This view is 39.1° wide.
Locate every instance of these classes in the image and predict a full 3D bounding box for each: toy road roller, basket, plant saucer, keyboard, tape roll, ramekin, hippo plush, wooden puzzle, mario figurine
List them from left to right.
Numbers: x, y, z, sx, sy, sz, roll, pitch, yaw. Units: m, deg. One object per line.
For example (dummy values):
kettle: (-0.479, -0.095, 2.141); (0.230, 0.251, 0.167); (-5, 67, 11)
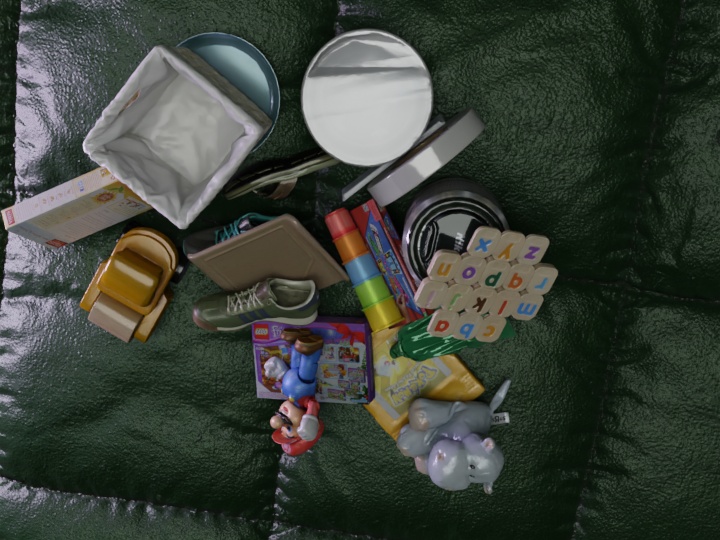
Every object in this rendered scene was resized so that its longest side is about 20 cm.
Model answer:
toy road roller: (-0.367, 0.025, 1.616); (0.123, 0.146, 0.200); (30, 103, -3)
basket: (-0.268, -0.206, 1.521); (0.200, 0.161, 0.198); (39, 103, -7)
plant saucer: (-0.224, -0.272, 1.598); (0.199, 0.027, 0.201); (1, 103, 3)
wooden puzzle: (-0.141, -0.010, 1.592); (0.199, 0.037, 0.185); (-18, 141, 21)
mario figurine: (-0.110, 0.198, 1.599); (0.106, 0.123, 0.201); (4, 103, 4)
ramekin: (0.009, -0.260, 1.540); (0.202, 0.094, 0.203); (0, 97, -2)
keyboard: (0.050, -0.177, 1.587); (0.200, 0.056, 0.011); (-37, 102, 11)
tape roll: (0.097, -0.169, 1.513); (0.203, 0.203, 0.037); (-38, 97, 11)
hippo plush: (0.168, 0.297, 1.622); (0.199, 0.161, 0.160); (-8, 121, -9)

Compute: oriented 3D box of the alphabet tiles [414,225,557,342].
alphabet tiles: (0.180, 0.021, 1.449); (0.199, 0.015, 0.196); (7, 124, -23)

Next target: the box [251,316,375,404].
box: (-0.077, 0.144, 1.658); (0.199, 0.039, 0.137); (2, 104, 18)

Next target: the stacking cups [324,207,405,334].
stacking cups: (0.000, 0.000, 1.589); (0.060, 0.060, 0.200); (-28, 85, 10)

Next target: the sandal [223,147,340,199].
sandal: (-0.122, -0.142, 1.599); (0.200, 0.080, 0.057); (-15, 116, 7)

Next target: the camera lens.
camera lens: (0.144, -0.054, 1.537); (0.159, 0.200, 0.161); (1, 103, 4)

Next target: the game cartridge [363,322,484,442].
game cartridge: (0.077, 0.178, 1.683); (0.176, 0.032, 0.200); (-41, 96, 12)

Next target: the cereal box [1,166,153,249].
cereal box: (-0.439, -0.098, 1.594); (0.199, 0.144, 0.040); (-21, 74, 8)

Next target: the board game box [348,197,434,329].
board game box: (0.038, -0.010, 1.599); (0.103, 0.019, 0.201); (-24, 92, 53)

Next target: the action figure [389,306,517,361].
action figure: (0.134, 0.093, 1.618); (0.200, 0.055, 0.118); (-25, 106, 13)

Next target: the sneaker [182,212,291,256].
sneaker: (-0.185, -0.058, 1.606); (0.199, 0.078, 0.091); (-6, 148, 0)

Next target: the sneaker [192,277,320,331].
sneaker: (-0.158, 0.043, 1.576); (0.199, 0.067, 0.090); (-1, 147, -14)
